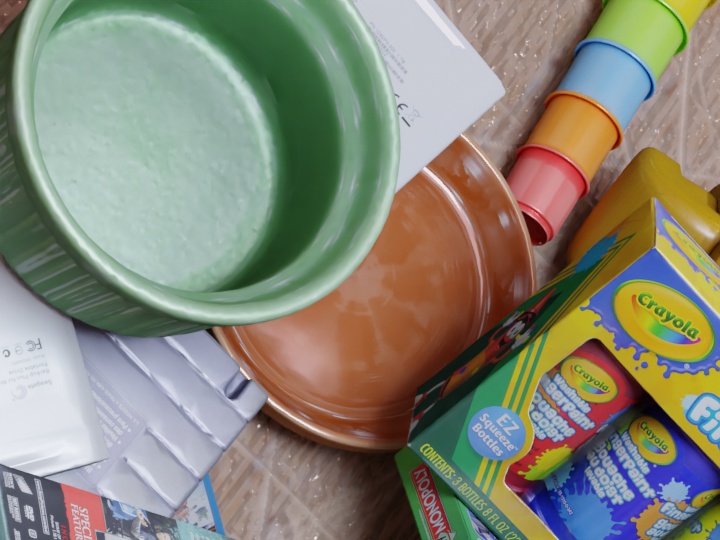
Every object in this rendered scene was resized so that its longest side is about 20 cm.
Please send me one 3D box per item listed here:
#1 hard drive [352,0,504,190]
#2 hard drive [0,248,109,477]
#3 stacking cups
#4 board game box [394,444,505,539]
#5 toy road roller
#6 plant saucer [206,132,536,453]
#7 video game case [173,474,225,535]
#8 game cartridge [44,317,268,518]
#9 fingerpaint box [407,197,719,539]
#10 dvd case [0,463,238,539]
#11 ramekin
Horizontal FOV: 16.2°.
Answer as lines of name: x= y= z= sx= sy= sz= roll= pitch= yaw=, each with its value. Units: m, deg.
hard drive: x=-0.032 y=-0.085 z=1.325 sx=0.200 sy=0.026 sz=0.132 roll=-42 pitch=95 yaw=-28
hard drive: x=-0.206 y=0.009 z=1.191 sx=0.132 sy=0.026 sz=0.200 roll=-13 pitch=84 yaw=-32
stacking cups: x=0.135 y=-0.102 z=1.459 sx=0.060 sy=0.060 sz=0.200 roll=42 pitch=67 yaw=-16
board game box: x=0.104 y=0.180 z=1.315 sx=0.029 sy=0.135 sz=0.200 roll=-42 pitch=120 yaw=13
toy road roller: x=0.189 y=0.018 z=1.391 sx=0.146 sy=0.123 sz=0.200 roll=32 pitch=24 yaw=-6
plant saucer: x=0.000 y=0.000 z=1.356 sx=0.200 sy=0.032 sz=0.201 roll=7 pitch=72 yaw=-22
video game case: x=-0.142 y=0.112 z=1.266 sx=0.143 sy=0.018 sz=0.200 roll=-13 pitch=85 yaw=-32
game cartridge: x=-0.154 y=0.040 z=1.247 sx=0.200 sy=0.038 sz=0.130 roll=46 pitch=64 yaw=-12
fingerpaint box: x=0.152 y=0.094 z=1.277 sx=0.200 sy=0.167 sz=0.073 roll=46 pitch=20 yaw=-12
dvd case: x=-0.087 y=0.176 z=1.180 sx=0.200 sy=0.022 sz=0.146 roll=22 pitch=38 yaw=-40
ramekin: x=-0.090 y=-0.063 z=1.203 sx=0.200 sy=0.098 sz=0.200 roll=8 pitch=73 yaw=-29
